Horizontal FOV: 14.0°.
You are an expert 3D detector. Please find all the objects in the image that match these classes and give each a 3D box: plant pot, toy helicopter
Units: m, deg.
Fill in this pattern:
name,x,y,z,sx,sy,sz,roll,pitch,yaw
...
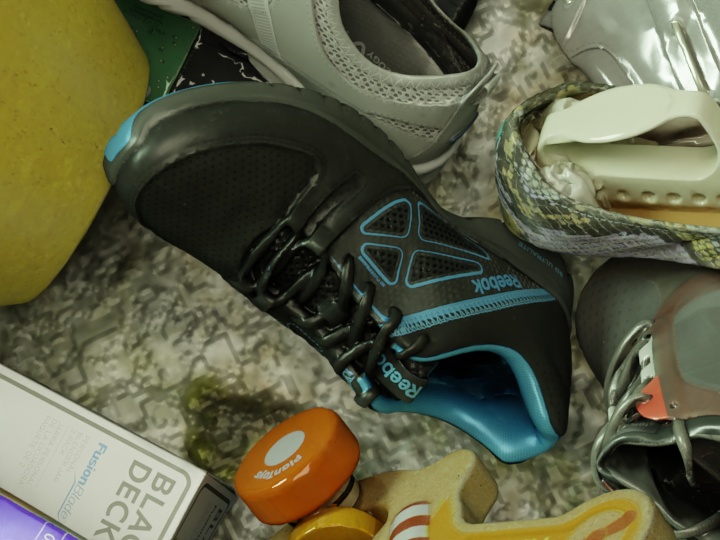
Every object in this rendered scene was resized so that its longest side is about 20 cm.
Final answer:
name,x,y,z,sx,sy,sz,roll,pitch,yaw
plant pot,-0.161,-0.065,1.055,0.142,0.200,0.201,27,81,-17
toy helicopter,0.020,0.110,0.993,0.079,0.199,0.132,54,49,-22

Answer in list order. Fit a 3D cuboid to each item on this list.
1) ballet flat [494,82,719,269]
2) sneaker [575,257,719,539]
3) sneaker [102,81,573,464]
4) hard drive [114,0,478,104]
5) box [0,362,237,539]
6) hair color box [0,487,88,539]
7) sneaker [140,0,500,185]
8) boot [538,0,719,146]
name,x,y,z,sx,sy,sz,roll,pitch,yaw
ballet flat,0.138,-0.034,1.013,0.199,0.072,0.072,4,78,20
sneaker,0.112,0.047,1.012,0.082,0.200,0.077,-1,114,-25
sneaker,0.000,0.000,1.033,0.073,0.199,0.082,-45,33,35
hard drive,-0.057,-0.119,1.143,0.199,0.038,0.140,23,81,11
box,-0.161,0.084,1.100,0.199,0.060,0.117,28,83,12
hair color box,-0.147,0.093,0.980,0.199,0.109,0.065,24,80,31
sneaker,-0.028,-0.119,1.051,0.200,0.082,0.075,40,54,-9
boot,0.099,-0.128,1.107,0.095,0.073,0.201,-39,57,21
